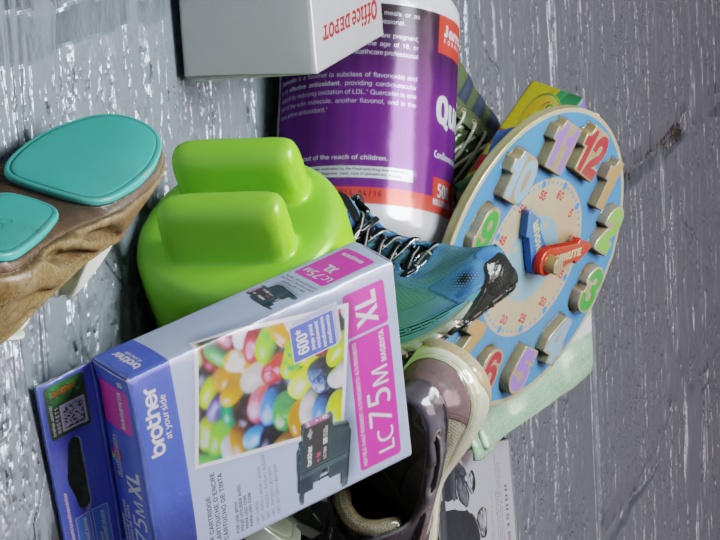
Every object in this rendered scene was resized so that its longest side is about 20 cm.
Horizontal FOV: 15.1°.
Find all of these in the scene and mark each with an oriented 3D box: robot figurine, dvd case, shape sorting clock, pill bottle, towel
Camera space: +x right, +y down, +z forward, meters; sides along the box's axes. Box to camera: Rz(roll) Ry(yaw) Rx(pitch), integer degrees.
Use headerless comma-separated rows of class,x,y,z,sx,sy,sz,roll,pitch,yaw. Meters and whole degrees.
robot figurine,-0.052,0.020,1.477,0.176,0.116,0.200,-81,163,-44
dvd case,0.072,0.192,1.819,0.200,0.025,0.151,2,84,-73
shape sorting clock,0.108,-0.008,1.711,0.200,0.039,0.200,-30,130,-45
pill bottle,0.005,-0.107,1.687,0.112,0.112,0.200,32,59,-71
towel,0.111,0.008,1.779,0.153,0.023,0.200,-33,130,-43

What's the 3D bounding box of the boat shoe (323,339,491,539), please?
boat shoe,0.011,0.126,1.517,0.065,0.072,0.200,-29,151,-48

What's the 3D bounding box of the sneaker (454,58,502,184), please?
sneaker,0.070,-0.090,1.853,0.090,0.067,0.200,50,1,36

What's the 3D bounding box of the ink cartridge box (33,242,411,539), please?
ink cartridge box,-0.065,0.076,1.376,0.200,0.042,0.119,-23,121,-29

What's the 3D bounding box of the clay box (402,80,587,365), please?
clay box,0.093,-0.014,1.811,0.200,0.048,0.115,-56,148,-21

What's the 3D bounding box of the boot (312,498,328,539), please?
boot,0.014,0.159,1.798,0.200,0.073,0.151,-44,131,-62

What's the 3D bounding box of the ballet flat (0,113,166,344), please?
ballet flat,-0.148,-0.011,1.256,0.200,0.068,0.072,-55,162,-63

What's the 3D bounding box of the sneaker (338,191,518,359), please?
sneaker,0.000,0.000,1.569,0.078,0.200,0.090,-33,111,-44

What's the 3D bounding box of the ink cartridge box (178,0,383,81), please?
ink cartridge box,-0.050,-0.219,1.551,0.146,0.086,0.200,-43,129,-69

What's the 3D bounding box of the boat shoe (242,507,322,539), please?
boat shoe,-0.069,0.145,1.525,0.061,0.072,0.201,-48,177,4
